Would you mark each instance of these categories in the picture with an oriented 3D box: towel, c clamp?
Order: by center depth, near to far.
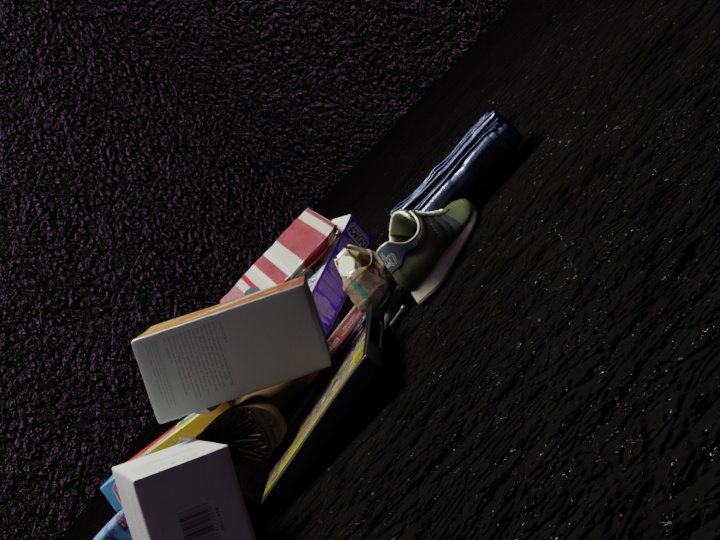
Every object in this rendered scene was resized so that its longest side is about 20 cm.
[{"bbox_3d":[0.027,0.064,1.235,0.171,0.027,0.200,-52,7,27],"label":"c clamp"},{"bbox_3d":[0.130,-0.123,1.322,0.200,0.049,0.111,-49,-20,13],"label":"towel"},{"bbox_3d":[-0.120,-0.003,1.467,0.200,0.023,0.144,-47,26,-5],"label":"towel"}]

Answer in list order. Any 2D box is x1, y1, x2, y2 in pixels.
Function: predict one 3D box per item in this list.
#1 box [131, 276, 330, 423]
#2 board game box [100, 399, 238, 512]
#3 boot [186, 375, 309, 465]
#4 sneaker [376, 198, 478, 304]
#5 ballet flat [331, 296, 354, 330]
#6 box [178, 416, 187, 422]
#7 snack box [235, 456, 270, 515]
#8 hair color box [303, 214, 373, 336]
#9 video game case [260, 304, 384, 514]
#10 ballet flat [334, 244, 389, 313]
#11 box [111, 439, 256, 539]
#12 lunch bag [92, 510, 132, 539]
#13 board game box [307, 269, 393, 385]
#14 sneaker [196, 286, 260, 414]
[{"bbox_3d":[-0.142,0.086,1.127,0.198,0.098,0.124,-18,4,-2],"label":"box"},{"bbox_3d":[-0.254,0.241,1.361,0.199,0.040,0.153,-37,2,-6],"label":"board game box"},{"bbox_3d":[-0.116,0.163,1.185,0.174,0.067,0.200,-26,7,32],"label":"boot"},{"bbox_3d":[0.080,-0.050,1.215,0.067,0.090,0.201,-44,9,40],"label":"sneaker"},{"bbox_3d":[-0.065,0.085,1.500,0.200,0.063,0.069,-44,36,-1],"label":"ballet flat"},{"bbox_3d":[-0.196,0.188,1.607,0.200,0.079,0.141,-51,-1,-9],"label":"box"},{"bbox_3d":[-0.178,0.281,1.225,0.142,0.053,0.200,-48,7,10],"label":"snack box"},{"bbox_3d":[-0.070,0.018,1.460,0.109,0.065,0.201,-13,39,44],"label":"hair color box"},{"bbox_3d":[-0.037,0.147,1.091,0.201,0.025,0.181,-56,6,13],"label":"video game case"},{"bbox_3d":[0.000,0.000,1.292,0.068,0.067,0.200,-50,10,4],"label":"ballet flat"},{"bbox_3d":[-0.181,0.249,1.007,0.097,0.125,0.200,-17,-1,-21],"label":"box"},{"bbox_3d":[-0.286,0.347,1.427,0.151,0.094,0.200,-45,2,29],"label":"lunch bag"},{"bbox_3d":[-0.020,0.078,1.383,0.200,0.019,0.103,-51,1,-11],"label":"board game box"},{"bbox_3d":[-0.140,0.097,1.290,0.145,0.081,0.201,-18,26,20],"label":"sneaker"}]
